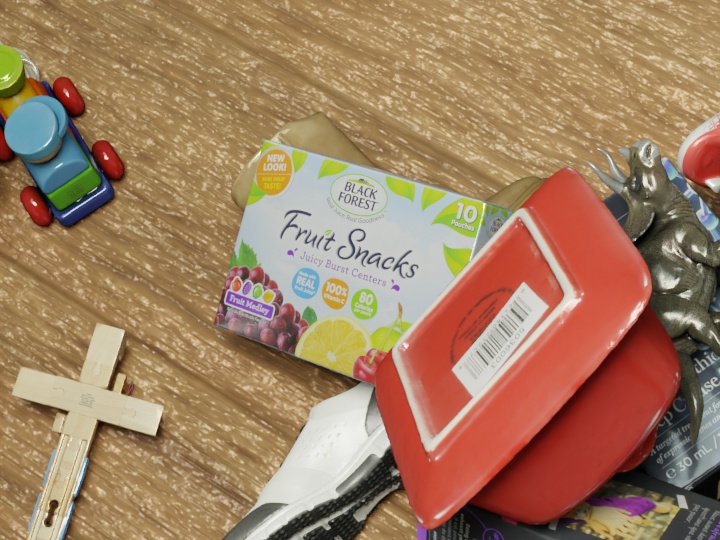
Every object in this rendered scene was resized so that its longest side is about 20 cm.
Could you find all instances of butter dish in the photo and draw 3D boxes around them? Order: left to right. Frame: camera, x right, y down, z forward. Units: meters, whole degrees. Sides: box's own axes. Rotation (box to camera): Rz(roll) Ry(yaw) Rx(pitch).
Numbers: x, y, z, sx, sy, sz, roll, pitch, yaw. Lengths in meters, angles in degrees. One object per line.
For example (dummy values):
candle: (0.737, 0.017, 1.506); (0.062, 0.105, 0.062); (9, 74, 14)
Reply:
butter dish: (0.123, 0.071, 1.050); (0.200, 0.147, 0.200); (-48, 23, 13)

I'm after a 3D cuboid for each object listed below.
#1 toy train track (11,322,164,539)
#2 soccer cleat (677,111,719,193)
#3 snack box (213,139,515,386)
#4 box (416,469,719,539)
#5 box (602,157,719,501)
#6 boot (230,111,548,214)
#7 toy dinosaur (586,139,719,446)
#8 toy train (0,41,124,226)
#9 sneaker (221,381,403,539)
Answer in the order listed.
toy train track: (-0.212, 0.140, 1.270); (0.114, 0.033, 0.202); (15, 77, 8)
soccer cleat: (0.292, -0.110, 1.229); (0.199, 0.069, 0.085); (-18, 51, -29)
snack box: (0.000, 0.000, 1.207); (0.199, 0.053, 0.144); (17, 92, 35)
box: (0.143, 0.197, 1.089); (0.199, 0.123, 0.106); (19, 31, 32)
box: (0.213, 0.053, 1.183); (0.148, 0.107, 0.201); (-35, 66, -4)
boot: (0.025, -0.057, 1.285); (0.175, 0.066, 0.200); (-44, 66, -9)
toy dinosaur: (0.205, 0.018, 1.112); (0.101, 0.077, 0.202); (-4, 75, 24)
toy train: (-0.271, -0.140, 1.345); (0.084, 0.116, 0.201); (-32, 66, -4)
sneaker: (-0.026, 0.146, 1.218); (0.199, 0.074, 0.080); (-39, 52, -11)
